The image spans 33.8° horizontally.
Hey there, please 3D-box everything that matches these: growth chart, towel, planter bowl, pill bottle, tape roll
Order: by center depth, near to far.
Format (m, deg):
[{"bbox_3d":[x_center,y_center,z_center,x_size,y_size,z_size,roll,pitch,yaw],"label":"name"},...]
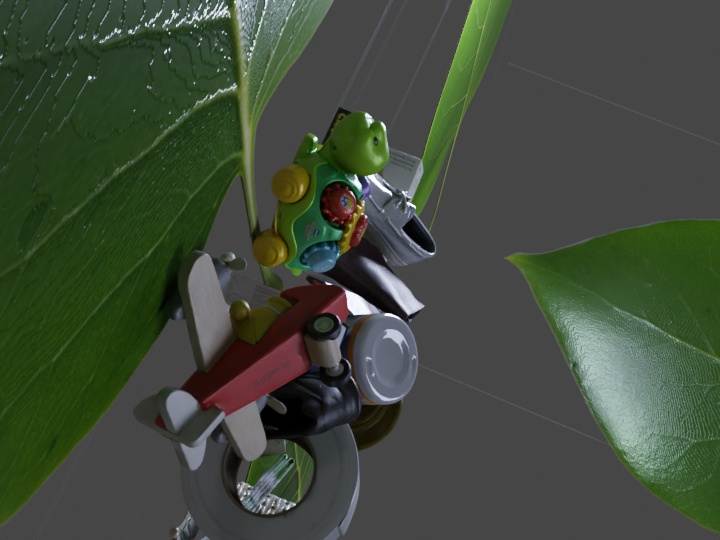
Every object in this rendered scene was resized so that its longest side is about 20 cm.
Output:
[{"bbox_3d":[-0.100,0.236,1.367,0.139,0.202,0.204,87,26,-73],"label":"tape roll"},{"bbox_3d":[-0.035,0.113,1.488,0.112,0.199,0.113,7,80,-46],"label":"pill bottle"},{"bbox_3d":[-0.195,0.275,1.520,0.145,0.018,0.201,101,12,-55],"label":"growth chart"},{"bbox_3d":[-0.175,0.334,1.561,0.200,0.031,0.149,-45,177,-46],"label":"towel"},{"bbox_3d":[-0.036,0.172,1.784,0.084,0.199,0.201,-86,-167,-61],"label":"planter bowl"}]

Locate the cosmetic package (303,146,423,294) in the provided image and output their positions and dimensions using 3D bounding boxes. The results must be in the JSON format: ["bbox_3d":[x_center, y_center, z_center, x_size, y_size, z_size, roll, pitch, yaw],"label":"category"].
[{"bbox_3d":[0.004,-0.072,1.635,0.071,0.105,0.201,61,50,-80],"label":"cosmetic package"}]

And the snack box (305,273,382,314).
[{"bbox_3d":[0.002,0.066,1.715,0.024,0.200,0.072,-37,-172,27],"label":"snack box"}]

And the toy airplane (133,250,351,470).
[{"bbox_3d":[-0.122,0.081,1.081,0.198,0.141,0.201,14,111,-45],"label":"toy airplane"}]

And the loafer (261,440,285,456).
[{"bbox_3d":[-0.108,0.173,1.630,0.076,0.068,0.201,101,6,-59],"label":"loafer"}]

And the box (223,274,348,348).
[{"bbox_3d":[-0.083,0.062,1.313,0.200,0.116,0.060,57,53,-80],"label":"box"}]

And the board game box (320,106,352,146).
[{"bbox_3d":[-0.038,-0.118,1.499,0.200,0.023,0.105,90,25,-73],"label":"board game box"}]

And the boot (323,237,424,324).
[{"bbox_3d":[0.000,0.000,1.470,0.072,0.166,0.200,-50,168,11],"label":"boot"}]

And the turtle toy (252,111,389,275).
[{"bbox_3d":[-0.036,-0.081,1.281,0.146,0.101,0.201,-52,163,-67],"label":"turtle toy"}]

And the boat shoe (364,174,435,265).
[{"bbox_3d":[0.039,-0.075,1.516,0.200,0.068,0.072,58,34,-40],"label":"boat shoe"}]

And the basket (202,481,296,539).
[{"bbox_3d":[-0.163,0.462,1.761,0.200,0.160,0.199,-60,169,-56],"label":"basket"}]

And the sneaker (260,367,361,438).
[{"bbox_3d":[-0.101,0.138,1.227,0.091,0.199,0.076,-24,103,-55],"label":"sneaker"}]
